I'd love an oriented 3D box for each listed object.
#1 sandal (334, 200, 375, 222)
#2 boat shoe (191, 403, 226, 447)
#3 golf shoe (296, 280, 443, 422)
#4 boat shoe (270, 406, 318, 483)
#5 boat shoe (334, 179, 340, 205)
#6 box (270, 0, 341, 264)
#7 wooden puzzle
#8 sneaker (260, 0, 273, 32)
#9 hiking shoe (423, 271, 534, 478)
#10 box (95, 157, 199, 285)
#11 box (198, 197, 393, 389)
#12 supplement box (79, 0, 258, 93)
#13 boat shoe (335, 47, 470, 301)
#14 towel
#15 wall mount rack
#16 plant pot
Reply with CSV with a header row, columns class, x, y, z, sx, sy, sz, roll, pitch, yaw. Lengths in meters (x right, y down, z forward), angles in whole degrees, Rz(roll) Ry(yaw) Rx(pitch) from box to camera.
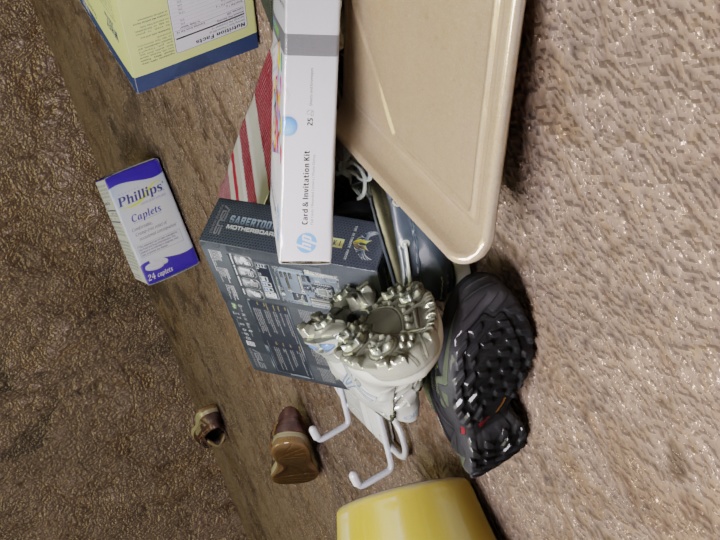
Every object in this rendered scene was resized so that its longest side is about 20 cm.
class,x,y,z,sx,sy,sz,roll,pitch,yaw
sandal,-0.001,0.000,0.929,0.075,0.043,0.201,14,148,12
boat shoe,-0.349,0.382,2.470,0.073,0.071,0.201,60,156,23
golf shoe,0.025,0.064,0.740,0.098,0.078,0.200,56,170,-11
boat shoe,-0.101,0.259,1.560,0.201,0.071,0.073,87,179,-61
boat shoe,-0.066,-0.053,1.036,0.074,0.074,0.200,66,164,1
box,-0.042,-0.126,0.754,0.156,0.040,0.204,-109,19,-68
wooden puzzle,0.041,-0.135,0.640,0.185,0.037,0.203,50,144,42
sneaker,-0.101,-0.262,0.807,0.076,0.113,0.202,46,156,51
hiking shoe,0.070,0.066,0.772,0.101,0.075,0.202,48,156,38
box,-0.386,-0.089,1.900,0.203,0.104,0.184,69,163,-10
box,-0.037,0.029,0.903,0.155,0.052,0.201,10,146,19
supplement box,-0.203,-0.320,0.995,0.201,0.133,0.201,54,159,34
boat shoe,0.017,-0.069,0.778,0.075,0.061,0.203,173,75,-77
towel,-0.090,-0.098,0.962,0.145,0.022,0.201,-104,30,-42
wall mount rack,-0.027,0.135,1.157,0.200,0.074,0.176,36,145,58
plant pot,0.060,0.294,0.941,0.201,0.197,0.192,109,150,-66
